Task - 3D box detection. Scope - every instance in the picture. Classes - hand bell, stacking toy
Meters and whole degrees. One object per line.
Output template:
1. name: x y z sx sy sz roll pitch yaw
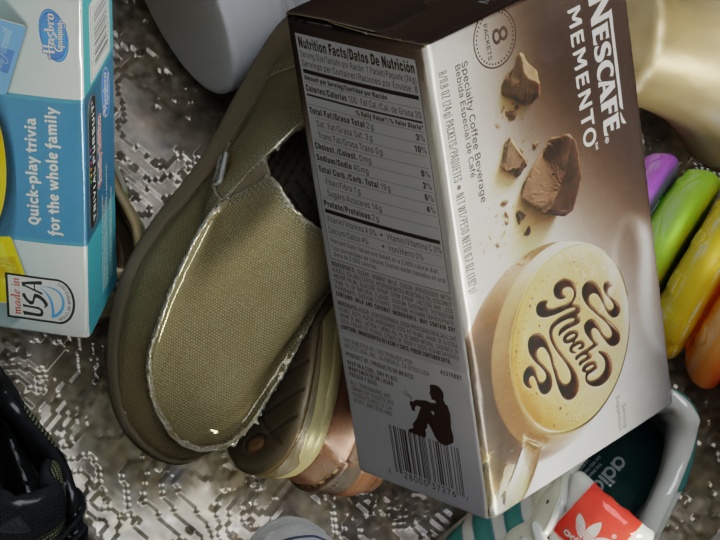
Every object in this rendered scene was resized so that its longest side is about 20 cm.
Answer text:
1. hand bell: 0.085 -0.105 1.157 0.199 0.104 0.105 7 73 -30
2. stacking toy: 0.135 -0.009 1.185 0.200 0.110 0.116 31 81 9

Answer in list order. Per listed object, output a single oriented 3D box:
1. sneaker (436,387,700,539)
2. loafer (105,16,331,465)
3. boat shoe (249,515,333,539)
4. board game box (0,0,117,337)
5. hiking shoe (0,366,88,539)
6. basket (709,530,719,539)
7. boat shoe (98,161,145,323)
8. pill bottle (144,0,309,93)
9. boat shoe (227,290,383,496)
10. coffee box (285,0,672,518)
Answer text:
1. sneaker: 0.072 0.121 1.129 0.070 0.093 0.200 42 70 0
2. loafer: -0.038 -0.014 1.095 0.076 0.067 0.201 25 86 -32
3. boat shoe: -0.054 0.191 1.095 0.074 0.086 0.203 12 102 -14
4. board game box: -0.197 -0.060 1.060 0.199 0.151 0.047 7 33 8
5. hiking shoe: -0.141 0.120 1.076 0.076 0.101 0.200 -22 81 -17
6. basket: 0.248 0.119 1.127 0.200 0.123 0.136 -34 85 -39
7. boat shoe: -0.150 -0.071 1.145 0.073 0.063 0.200 -38 86 -19
8. pill bottle: 0.004 -0.163 1.179 0.200 0.114 0.114 -28 83 -19
9. boat shoe: 0.000 0.000 1.164 0.067 0.072 0.201 24 72 -33
10. coffee box: 0.049 -0.022 1.068 0.113 0.080 0.201 -27 120 -36
